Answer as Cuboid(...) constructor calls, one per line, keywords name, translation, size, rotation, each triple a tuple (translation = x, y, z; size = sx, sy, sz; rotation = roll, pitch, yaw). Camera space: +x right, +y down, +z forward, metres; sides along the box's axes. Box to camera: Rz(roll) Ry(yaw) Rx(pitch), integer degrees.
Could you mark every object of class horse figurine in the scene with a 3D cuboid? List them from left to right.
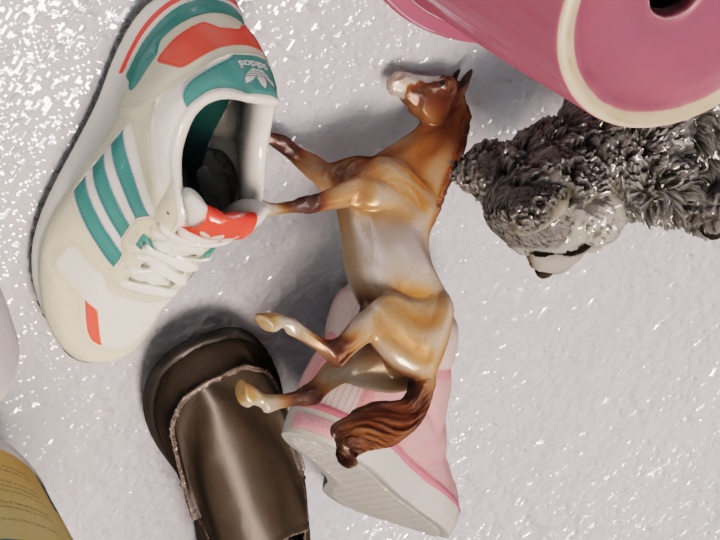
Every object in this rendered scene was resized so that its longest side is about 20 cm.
Cuboid(name="horse figurine", translation=(0.000, 0.000, 1.381), size=(0.132, 0.201, 0.050), rotation=(2, 162, -30))

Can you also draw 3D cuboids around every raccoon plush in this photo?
Cuboid(name="raccoon plush", translation=(0.119, -0.093, 1.390), size=(0.133, 0.097, 0.201), rotation=(3, 95, -31))

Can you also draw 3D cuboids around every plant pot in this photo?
Cuboid(name="plant pot", translation=(0.100, -0.163, 1.282), size=(0.199, 0.179, 0.201), rotation=(-17, 133, -19))

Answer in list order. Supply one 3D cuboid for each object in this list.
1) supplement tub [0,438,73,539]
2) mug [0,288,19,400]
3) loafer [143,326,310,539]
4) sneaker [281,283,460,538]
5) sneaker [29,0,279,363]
Cuboid(name="supplement tub", translation=(-0.194, 0.162, 1.347), size=(0.144, 0.200, 0.145), rotation=(-17, 133, -19))
Cuboid(name="mug", translation=(-0.227, -0.005, 1.217), size=(0.148, 0.187, 0.154), rotation=(-8, 122, -2))
Cuboid(name="loafer", translation=(-0.054, 0.111, 1.484), size=(0.073, 0.071, 0.201), rotation=(-26, 135, -11))
Cuboid(name="sneaker", translation=(0.020, 0.069, 1.493), size=(0.200, 0.075, 0.105), rotation=(56, 52, -66))
Cuboid(name="sneaker", translation=(-0.091, -0.026, 1.334), size=(0.070, 0.093, 0.201), rotation=(5, 122, -34))
